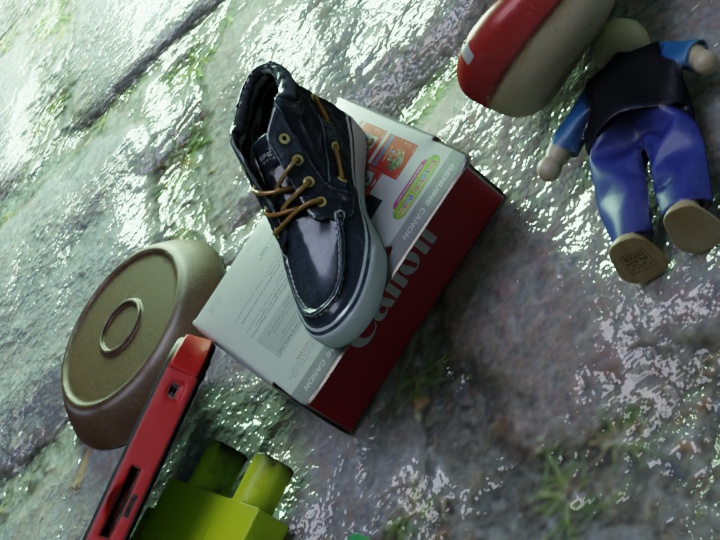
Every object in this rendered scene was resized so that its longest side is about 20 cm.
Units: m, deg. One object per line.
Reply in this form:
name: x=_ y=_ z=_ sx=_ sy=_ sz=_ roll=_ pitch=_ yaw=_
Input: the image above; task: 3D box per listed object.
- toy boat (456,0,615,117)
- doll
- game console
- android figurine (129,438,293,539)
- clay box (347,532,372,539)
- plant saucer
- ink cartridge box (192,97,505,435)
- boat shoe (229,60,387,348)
toy boat: x=0.102 y=-0.204 z=1.017 sx=0.131 sy=0.130 sz=0.201 roll=121 pitch=172 yaw=-52
doll: x=0.170 y=-0.088 z=0.946 sx=0.136 sy=0.048 sz=0.201 roll=-31 pitch=41 yaw=30
game console: x=-0.158 y=0.149 z=1.088 sx=0.177 sy=0.031 sz=0.201 roll=117 pitch=177 yaw=-74
android figurine: x=-0.118 y=0.217 z=1.045 sx=0.181 sy=0.041 sz=0.201 roll=4 pitch=64 yaw=52
clay box: x=-0.035 y=0.253 z=0.904 sx=0.115 sy=0.047 sz=0.201 roll=13 pitch=72 yaw=56
plant saucer: x=-0.194 y=0.054 z=1.288 sx=0.200 sy=0.034 sz=0.201 roll=-33 pitch=39 yaw=31
ink cartridge box: x=0.000 y=0.000 z=1.048 sx=0.201 sy=0.084 sz=0.175 roll=-56 pitch=35 yaw=-2
boat shoe: x=-0.041 y=-0.045 z=0.982 sx=0.071 sy=0.091 sz=0.201 roll=-33 pitch=42 yaw=26
